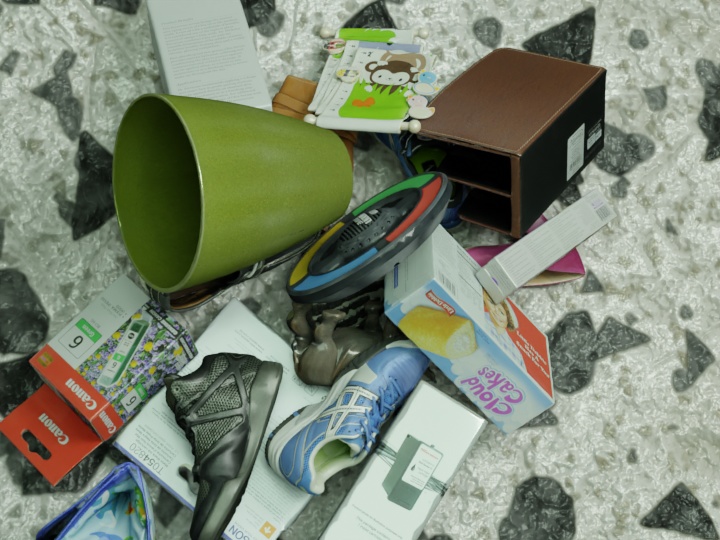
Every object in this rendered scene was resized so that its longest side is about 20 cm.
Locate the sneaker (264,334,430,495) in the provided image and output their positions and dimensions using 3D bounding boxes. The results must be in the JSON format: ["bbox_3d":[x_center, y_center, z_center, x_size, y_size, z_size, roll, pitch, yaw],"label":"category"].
[{"bbox_3d":[0.000,0.147,1.628,0.200,0.076,0.077,-43,41,-4],"label":"sneaker"}]

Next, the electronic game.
[{"bbox_3d":[0.008,-0.034,1.644,0.200,0.200,0.042,-40,106,-14],"label":"electronic game"}]

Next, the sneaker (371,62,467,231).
[{"bbox_3d":[0.065,-0.144,1.758,0.078,0.089,0.201,-25,78,-12],"label":"sneaker"}]

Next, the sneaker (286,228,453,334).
[{"bbox_3d":[0.000,0.000,1.739,0.199,0.077,0.089,-32,50,-11],"label":"sneaker"}]

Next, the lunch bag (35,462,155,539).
[{"bbox_3d":[-0.251,0.289,1.572,0.126,0.170,0.202,20,75,-1],"label":"lunch bag"}]

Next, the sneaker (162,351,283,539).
[{"bbox_3d":[-0.155,0.172,1.621,0.113,0.076,0.201,16,72,0],"label":"sneaker"}]

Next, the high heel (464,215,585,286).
[{"bbox_3d":[0.144,0.016,1.742,0.199,0.067,0.096,-33,76,-24],"label":"high heel"}]

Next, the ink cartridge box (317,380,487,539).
[{"bbox_3d":[0.035,0.222,1.633,0.083,0.147,0.201,33,74,4],"label":"ink cartridge box"}]

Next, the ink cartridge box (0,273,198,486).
[{"bbox_3d":[-0.274,0.109,1.657,0.200,0.051,0.109,-43,59,-15],"label":"ink cartridge box"}]

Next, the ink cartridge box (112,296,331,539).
[{"bbox_3d":[-0.120,0.165,1.684,0.199,0.041,0.200,40,75,4],"label":"ink cartridge box"}]

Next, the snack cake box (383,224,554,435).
[{"bbox_3d":[0.110,0.056,1.654,0.067,0.115,0.200,-35,116,21],"label":"snack cake box"}]

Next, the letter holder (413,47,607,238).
[{"bbox_3d":[0.154,-0.142,1.729,0.141,0.101,0.200,18,41,28],"label":"letter holder"}]

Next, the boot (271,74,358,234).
[{"bbox_3d":[-0.099,-0.142,1.744,0.198,0.077,0.157,18,76,-4],"label":"boot"}]

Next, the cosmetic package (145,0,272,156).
[{"bbox_3d":[-0.159,-0.206,1.716,0.100,0.072,0.201,-11,50,-8],"label":"cosmetic package"}]

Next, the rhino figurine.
[{"bbox_3d":[0.017,0.079,1.685,0.198,0.060,0.088,3,106,-27],"label":"rhino figurine"}]

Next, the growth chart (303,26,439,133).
[{"bbox_3d":[0.014,-0.204,1.734,0.143,0.018,0.201,-2,40,10],"label":"growth chart"}]

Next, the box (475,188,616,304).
[{"bbox_3d":[0.195,-0.028,1.699,0.042,0.039,0.200,52,46,5],"label":"box"}]

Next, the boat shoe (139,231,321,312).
[{"bbox_3d":[-0.124,-0.011,1.674,0.199,0.068,0.072,-22,120,-19],"label":"boat shoe"}]

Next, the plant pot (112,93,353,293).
[{"bbox_3d":[-0.113,-0.083,1.597,0.198,0.187,0.189,-7,75,-34],"label":"plant pot"}]
